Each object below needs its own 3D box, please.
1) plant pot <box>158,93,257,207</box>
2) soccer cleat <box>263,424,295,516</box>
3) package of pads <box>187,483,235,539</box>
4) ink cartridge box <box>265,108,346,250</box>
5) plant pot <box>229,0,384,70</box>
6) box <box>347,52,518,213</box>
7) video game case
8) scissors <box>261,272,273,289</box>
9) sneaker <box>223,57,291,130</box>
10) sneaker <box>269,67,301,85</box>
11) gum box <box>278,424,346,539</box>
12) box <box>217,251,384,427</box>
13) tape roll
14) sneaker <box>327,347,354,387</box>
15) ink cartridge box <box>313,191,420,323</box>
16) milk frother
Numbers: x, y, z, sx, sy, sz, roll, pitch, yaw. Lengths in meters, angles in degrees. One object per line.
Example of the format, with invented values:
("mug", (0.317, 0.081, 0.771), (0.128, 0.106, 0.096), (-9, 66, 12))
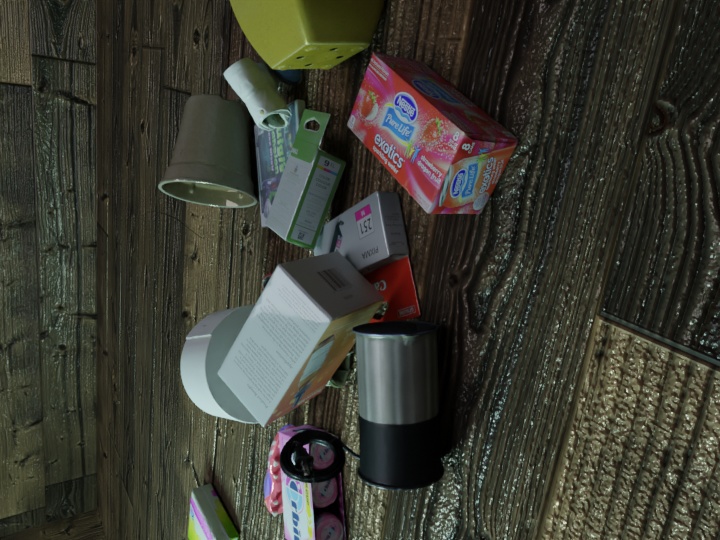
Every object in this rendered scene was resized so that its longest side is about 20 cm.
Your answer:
("plant pot", (-0.298, -0.244, 1.143), (0.198, 0.196, 0.190), (-4, 79, 54))
("soccer cleat", (-0.159, 0.381, 1.095), (0.076, 0.065, 0.206), (36, 124, 52))
("package of pads", (-0.379, 0.677, 1.431), (0.199, 0.067, 0.159), (33, 119, 49))
("ink cartridge box", (-0.082, -0.148, 0.906), (0.103, 0.058, 0.205), (33, 105, 57))
("plant pot", (-0.076, -0.403, 0.799), (0.193, 0.190, 0.206), (0, 103, 54))
("box", (0.078, -0.166, 0.672), (0.201, 0.093, 0.101), (54, 133, 37))
("video game case", (-0.148, -0.193, 1.054), (0.180, 0.023, 0.207), (-5, 89, 55))
("scissors", (-0.144, 0.030, 1.076), (0.198, 0.014, 0.076), (-21, 74, 55))
("sneaker", (-0.165, -0.299, 0.986), (0.073, 0.200, 0.117), (-30, 100, 16))
("sneaker", (-0.134, -0.427, 0.976), (0.078, 0.065, 0.206), (-27, 71, 48))
("gum box", (-0.086, 0.376, 0.984), (0.112, 0.065, 0.207), (-5, 89, 55))
("box", (-0.082, 0.091, 0.793), (0.106, 0.151, 0.202), (41, 116, 17))
("tape roll", (-0.216, 0.170, 1.037), (0.138, 0.198, 0.209), (-13, 83, 54))
("sneaker", (-0.062, 0.166, 0.929), (0.090, 0.066, 0.203), (46, 134, 30))
("ink cartridge box", (0.000, 0.000, 0.846), (0.198, 0.043, 0.179), (-24, 72, 53))
("milk frother", (-0.001, 0.170, 0.733), (0.179, 0.195, 0.195), (0, 93, 58))
